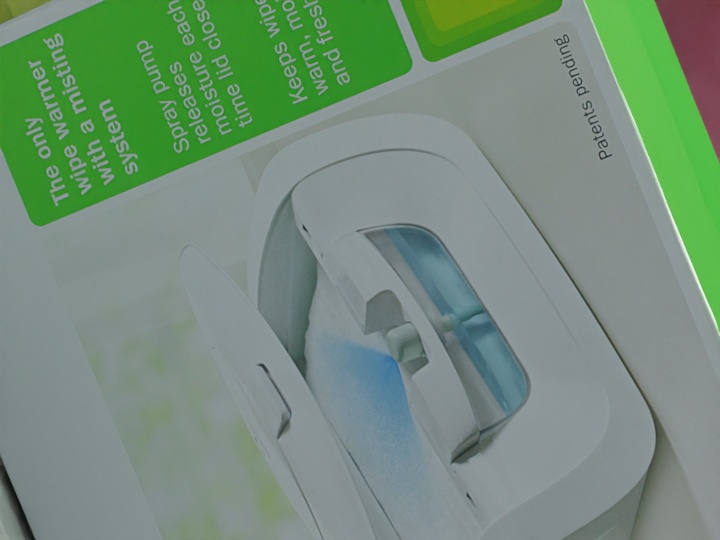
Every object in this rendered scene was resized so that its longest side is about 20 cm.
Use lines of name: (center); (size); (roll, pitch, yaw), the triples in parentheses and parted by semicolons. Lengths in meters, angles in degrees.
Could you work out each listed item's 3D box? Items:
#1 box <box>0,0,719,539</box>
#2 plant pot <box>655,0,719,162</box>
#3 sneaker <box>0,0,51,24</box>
box: (0.003, 0.011, 0.610); (0.200, 0.176, 0.097); (68, 17, -3)
plant pot: (0.108, -0.105, 1.246); (0.200, 0.179, 0.200); (-22, 90, -77)
sneaker: (-0.008, -0.057, 0.713); (0.200, 0.105, 0.076); (24, 53, -35)
